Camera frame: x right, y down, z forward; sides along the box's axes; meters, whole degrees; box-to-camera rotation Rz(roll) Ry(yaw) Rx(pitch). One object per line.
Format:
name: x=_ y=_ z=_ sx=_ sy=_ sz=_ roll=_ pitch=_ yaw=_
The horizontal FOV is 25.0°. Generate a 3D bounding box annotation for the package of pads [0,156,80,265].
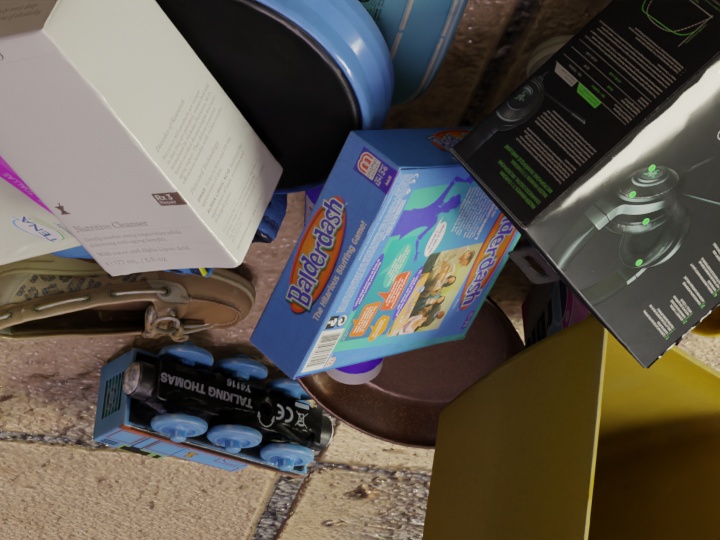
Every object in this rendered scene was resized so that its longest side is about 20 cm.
package of pads: x=-0.247 y=-0.068 z=1.052 sx=0.199 sy=0.068 sz=0.154 roll=-12 pitch=147 yaw=31

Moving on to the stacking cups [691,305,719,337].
stacking cups: x=0.270 y=-0.001 z=1.116 sx=0.060 sy=0.061 sz=0.200 roll=-22 pitch=177 yaw=31

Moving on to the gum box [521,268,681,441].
gum box: x=0.176 y=0.033 z=1.189 sx=0.066 sy=0.114 sz=0.200 roll=6 pitch=148 yaw=-10

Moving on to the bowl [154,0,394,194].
bowl: x=-0.080 y=-0.118 z=0.962 sx=0.200 sy=0.039 sz=0.201 roll=14 pitch=147 yaw=9

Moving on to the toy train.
toy train: x=-0.122 y=0.120 z=1.360 sx=0.199 sy=0.087 sz=0.114 roll=19 pitch=152 yaw=-32

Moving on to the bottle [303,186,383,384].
bottle: x=0.000 y=0.000 z=1.139 sx=0.083 sy=0.065 sz=0.200 roll=26 pitch=140 yaw=20

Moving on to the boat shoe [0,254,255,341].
boat shoe: x=-0.179 y=0.030 z=1.226 sx=0.199 sy=0.063 sz=0.073 roll=2 pitch=147 yaw=-5

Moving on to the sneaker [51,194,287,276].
sneaker: x=-0.144 y=-0.030 z=1.120 sx=0.199 sy=0.079 sz=0.066 roll=-12 pitch=148 yaw=21

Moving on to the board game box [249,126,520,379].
board game box: x=0.033 y=-0.016 z=1.026 sx=0.200 sy=0.045 sz=0.152 roll=-8 pitch=130 yaw=-55

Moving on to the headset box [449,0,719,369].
headset box: x=0.176 y=-0.061 z=0.968 sx=0.200 sy=0.093 sz=0.174 roll=-43 pitch=134 yaw=5

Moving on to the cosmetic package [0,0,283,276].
cosmetic package: x=-0.146 y=-0.090 z=0.927 sx=0.113 sy=0.081 sz=0.200 roll=-5 pitch=141 yaw=36

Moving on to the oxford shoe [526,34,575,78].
oxford shoe: x=0.178 y=-0.083 z=1.057 sx=0.075 sy=0.058 sz=0.200 roll=-27 pitch=141 yaw=32

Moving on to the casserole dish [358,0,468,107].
casserole dish: x=0.005 y=-0.157 z=0.954 sx=0.121 sy=0.039 sz=0.200 roll=6 pitch=147 yaw=-10

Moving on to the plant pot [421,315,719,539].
plant pot: x=0.153 y=0.165 z=1.126 sx=0.176 sy=0.201 sz=0.200 roll=-14 pitch=147 yaw=43

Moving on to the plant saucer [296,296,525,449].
plant saucer: x=0.037 y=0.057 z=1.252 sx=0.200 sy=0.037 sz=0.201 roll=10 pitch=134 yaw=11
